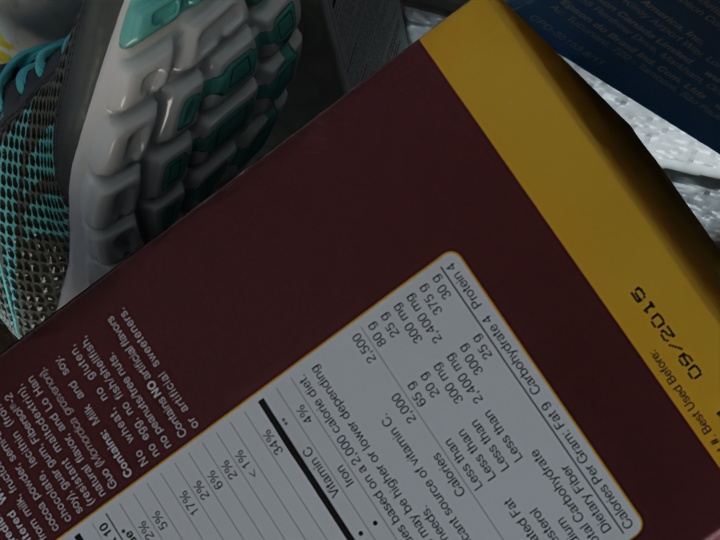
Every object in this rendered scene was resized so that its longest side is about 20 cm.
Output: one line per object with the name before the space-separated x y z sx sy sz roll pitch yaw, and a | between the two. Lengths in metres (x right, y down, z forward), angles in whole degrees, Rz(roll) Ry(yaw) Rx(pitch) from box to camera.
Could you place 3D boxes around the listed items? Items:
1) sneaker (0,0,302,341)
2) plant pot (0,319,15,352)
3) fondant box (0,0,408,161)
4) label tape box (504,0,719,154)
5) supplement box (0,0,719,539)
sneaker | -0.077 -0.035 0.671 0.091 0.078 0.200 38 140 18
plant pot | -0.208 0.058 0.963 0.200 0.200 0.198 26 146 -19
fondant box | -0.070 -0.102 0.693 0.144 0.058 0.200 10 153 14
label tape box | 0.151 -0.084 0.591 0.143 0.066 0.200 29 150 -26
supplement box | 0.012 0.057 0.640 0.200 0.133 0.197 -36 165 9
